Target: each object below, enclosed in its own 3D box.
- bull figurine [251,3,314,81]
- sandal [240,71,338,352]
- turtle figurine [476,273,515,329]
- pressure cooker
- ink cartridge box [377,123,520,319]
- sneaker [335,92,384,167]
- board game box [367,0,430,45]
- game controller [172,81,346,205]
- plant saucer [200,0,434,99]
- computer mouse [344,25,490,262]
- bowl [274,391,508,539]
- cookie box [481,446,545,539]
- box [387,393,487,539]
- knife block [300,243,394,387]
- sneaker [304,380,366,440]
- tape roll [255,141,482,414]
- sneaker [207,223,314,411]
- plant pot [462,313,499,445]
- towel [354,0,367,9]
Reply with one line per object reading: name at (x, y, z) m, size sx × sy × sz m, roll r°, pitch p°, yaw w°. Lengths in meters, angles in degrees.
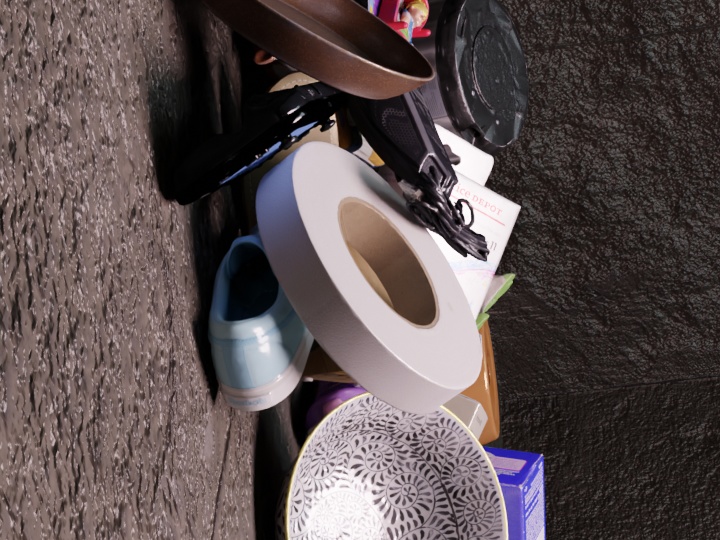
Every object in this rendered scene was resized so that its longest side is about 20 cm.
bull figurine at (-0.057, -0.199, 1.269) m, size 0.200 × 0.065 × 0.122 m, roll 66°, pitch 11°, yaw -79°
sandal at (-0.063, -0.045, 1.180) m, size 0.070 × 0.077 × 0.213 m, roll -159°, pitch -115°, yaw -64°
turtle figurine at (0.059, -0.030, 1.486) m, size 0.194 × 0.144 × 0.200 m, roll 41°, pitch 12°, yaw 10°
pressure cooker at (0.053, -0.194, 1.603) m, size 0.178 × 0.199 × 0.177 m, roll 29°, pitch 59°, yaw -52°
ink cartridge box at (0.061, -0.028, 1.352) m, size 0.067 × 0.117 × 0.201 m, roll 12°, pitch -102°, yaw 58°
sneaker at (-0.035, -0.119, 1.277) m, size 0.200 × 0.088 × 0.076 m, roll 7°, pitch 72°, yaw -75°
board game box at (0.036, -0.212, 1.314) m, size 0.158 × 0.039 × 0.201 m, roll 51°, pitch 38°, yaw -76°
game controller at (-0.064, -0.085, 1.017) m, size 0.042 × 0.104 × 0.200 m, roll 46°, pitch 11°, yaw -1°
plant saucer at (-0.041, -0.174, 1.082) m, size 0.035 × 0.200 × 0.200 m, roll -59°, pitch -177°, yaw 16°
computer mouse at (0.029, -0.099, 1.174) m, size 0.138 × 0.053 × 0.201 m, roll 41°, pitch 25°, yaw -61°
bowl at (0.005, 0.196, 1.161) m, size 0.094 × 0.200 × 0.202 m, roll -23°, pitch -113°, yaw 52°
cookie box at (0.076, 0.257, 1.375) m, size 0.075 × 0.170 × 0.201 m, roll -37°, pitch 127°, yaw -60°
box at (0.033, 0.192, 1.265) m, size 0.201 × 0.068 × 0.082 m, roll -66°, pitch 166°, yaw -8°
knife block at (0.000, 0.000, 1.217) m, size 0.200 × 0.064 × 0.176 m, roll 165°, pitch -70°, yaw -65°
sneaker at (-0.011, 0.100, 1.336) m, size 0.200 × 0.080 × 0.089 m, roll -2°, pitch 70°, yaw -77°
tape roll at (0.008, 0.004, 1.061) m, size 0.203 × 0.037 × 0.203 m, roll 44°, pitch 24°, yaw -26°
sneaker at (-0.057, -0.002, 1.050) m, size 0.200 × 0.074 × 0.082 m, roll -82°, pitch 167°, yaw -50°
plant pot at (0.071, 0.118, 1.647) m, size 0.200 × 0.139 × 0.201 m, roll -7°, pitch 90°, yaw -81°
towel at (-0.043, -0.311, 1.316) m, size 0.172 × 0.048 × 0.200 m, roll 59°, pitch -3°, yaw 26°
